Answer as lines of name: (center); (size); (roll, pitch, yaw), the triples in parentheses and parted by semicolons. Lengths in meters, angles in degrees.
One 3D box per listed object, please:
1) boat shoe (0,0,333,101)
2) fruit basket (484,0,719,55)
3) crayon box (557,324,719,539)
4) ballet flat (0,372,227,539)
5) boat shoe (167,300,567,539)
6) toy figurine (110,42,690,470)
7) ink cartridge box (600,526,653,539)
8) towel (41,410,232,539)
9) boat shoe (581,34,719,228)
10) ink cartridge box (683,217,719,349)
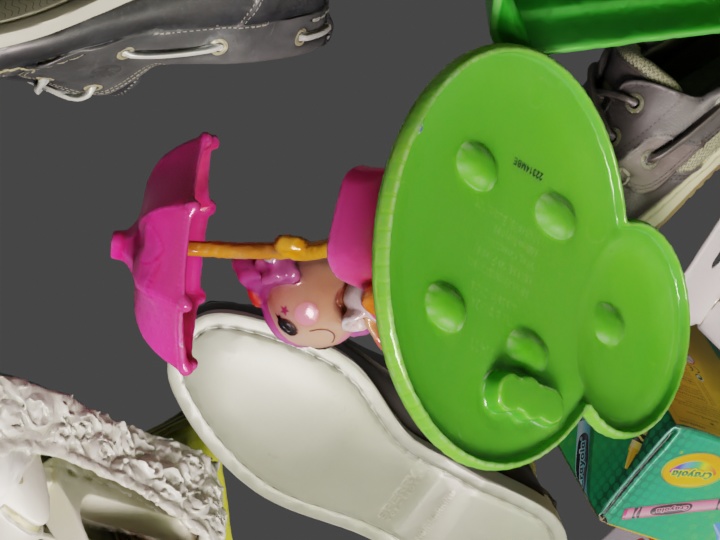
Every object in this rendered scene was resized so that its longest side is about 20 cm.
boat shoe: (-0.103, -0.086, 0.949); (0.199, 0.072, 0.068); (-16, 128, -14)
fruit basket: (0.148, -0.142, 0.927); (0.214, 0.216, 0.156); (-8, 131, -17)
crayon box: (0.169, 0.074, 1.172); (0.199, 0.119, 0.058); (21, 117, -35)
ballet flat: (-0.120, 0.085, 1.032); (0.199, 0.072, 0.072); (20, 118, -46)
boat shoe: (0.000, 0.071, 1.128); (0.201, 0.061, 0.072); (35, 109, -21)
toy figurine: (0.000, 0.000, 1.009); (0.200, 0.183, 0.151); (26, 72, -48)
ink cartridge box: (0.196, 0.214, 1.245); (0.147, 0.200, 0.146); (-45, 130, 16)
towel: (-0.145, 0.127, 1.115); (0.199, 0.018, 0.086); (-25, 136, -22)
boat shoe: (0.118, -0.066, 1.070); (0.200, 0.072, 0.066); (-31, 128, -5)
ink cartridge box: (0.224, -0.002, 1.126); (0.199, 0.068, 0.117); (-6, 134, -46)
